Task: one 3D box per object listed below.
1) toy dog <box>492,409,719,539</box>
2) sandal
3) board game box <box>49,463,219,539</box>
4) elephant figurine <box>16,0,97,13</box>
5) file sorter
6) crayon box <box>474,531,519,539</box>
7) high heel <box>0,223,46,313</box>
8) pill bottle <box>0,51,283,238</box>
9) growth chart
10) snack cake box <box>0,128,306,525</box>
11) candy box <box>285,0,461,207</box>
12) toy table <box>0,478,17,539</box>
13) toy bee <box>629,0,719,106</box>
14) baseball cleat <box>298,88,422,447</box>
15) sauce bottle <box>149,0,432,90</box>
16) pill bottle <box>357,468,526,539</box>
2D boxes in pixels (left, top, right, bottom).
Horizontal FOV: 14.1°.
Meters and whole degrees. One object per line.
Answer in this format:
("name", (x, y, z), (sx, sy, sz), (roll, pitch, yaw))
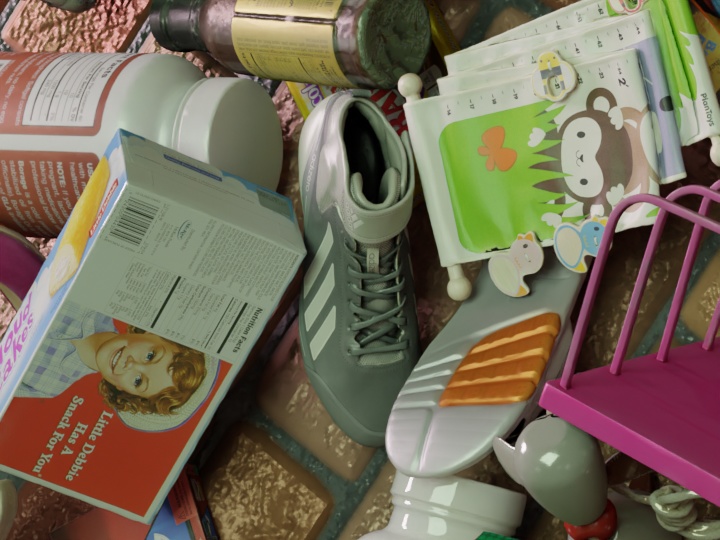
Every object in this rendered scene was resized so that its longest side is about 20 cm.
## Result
("toy dog", (0.132, 0.114, 1.502), (0.131, 0.200, 0.097), (3, 58, 1))
("sandal", (0.089, 0.043, 1.583), (0.079, 0.059, 0.207), (7, 51, 36))
("board game box", (-0.112, 0.225, 1.697), (0.103, 0.019, 0.201), (-29, 67, 23))
("elephant figurine", (-0.119, -0.221, 1.722), (0.199, 0.141, 0.156), (-4, 76, 26))
("file sorter", (0.212, 0.027, 1.433), (0.139, 0.200, 0.126), (28, 112, 31))
("crayon box", (0.065, 0.250, 1.476), (0.058, 0.119, 0.201), (13, 127, 30))
("high heel", (-0.208, 0.027, 1.711), (0.096, 0.199, 0.067), (-64, 21, -1))
("pill bottle", (-0.151, -0.073, 1.726), (0.199, 0.112, 0.113), (3, 81, 30))
("growth chart", (0.107, -0.073, 1.538), (0.199, 0.018, 0.145), (-25, 82, 32))
("snack cake box", (-0.128, 0.034, 1.648), (0.201, 0.115, 0.067), (-59, 23, 22))
("candy box", (0.001, -0.130, 1.702), (0.102, 0.026, 0.201), (-37, 64, 22))
("toy table", (-0.270, 0.203, 1.710), (0.199, 0.184, 0.118), (-19, 87, 12))
("toy bee", (0.169, -0.124, 1.560), (0.200, 0.109, 0.131), (36, 100, 30))
("baseball cleat", (0.000, 0.000, 1.614), (0.069, 0.106, 0.201), (-10, 90, -12))
("sauce bottle", (-0.045, -0.142, 1.672), (0.199, 0.065, 0.065), (12, 86, 47))
("pill bottle", (0.032, 0.210, 1.569), (0.104, 0.104, 0.201), (12, 86, 31))
